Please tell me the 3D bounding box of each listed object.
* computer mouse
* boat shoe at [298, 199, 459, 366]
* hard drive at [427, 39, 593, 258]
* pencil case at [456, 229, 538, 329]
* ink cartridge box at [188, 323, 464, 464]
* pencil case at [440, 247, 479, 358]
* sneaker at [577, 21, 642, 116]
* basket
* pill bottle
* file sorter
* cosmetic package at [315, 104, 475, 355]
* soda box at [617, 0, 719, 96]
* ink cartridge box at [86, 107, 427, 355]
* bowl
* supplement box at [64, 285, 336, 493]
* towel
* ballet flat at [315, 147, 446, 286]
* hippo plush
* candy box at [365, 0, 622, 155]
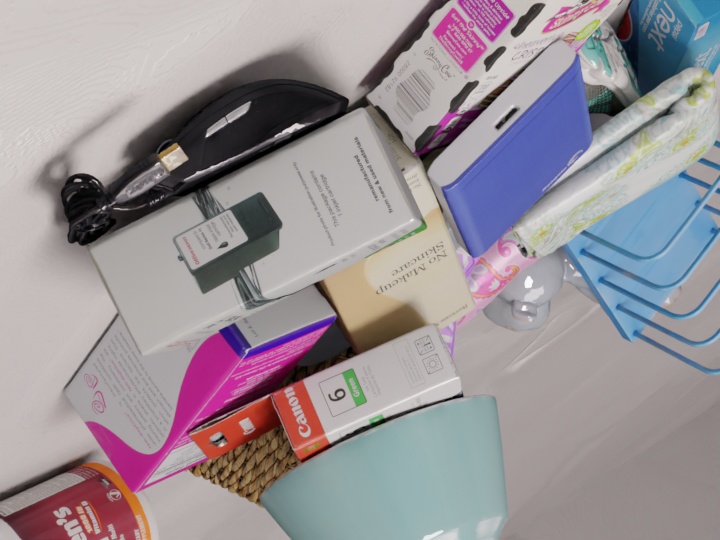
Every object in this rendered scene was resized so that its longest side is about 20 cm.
[{"bbox_3d":[-0.103,-0.080,1.371,0.200,0.046,0.140,-26,177,-3],"label":"computer mouse"},{"bbox_3d":[0.000,-0.002,1.792,0.199,0.068,0.074,-41,159,-22],"label":"boat shoe"},{"bbox_3d":[0.112,-0.084,1.608,0.132,0.025,0.200,-45,165,-3],"label":"hard drive"},{"bbox_3d":[0.108,-0.015,1.977,0.200,0.088,0.087,-39,165,2],"label":"pencil case"},{"bbox_3d":[-0.022,0.111,1.661,0.200,0.050,0.109,-24,165,-2],"label":"ink cartridge box"},{"bbox_3d":[0.048,0.050,1.850,0.085,0.200,0.084,0,139,11],"label":"pencil case"},{"bbox_3d":[0.162,-0.154,1.744,0.091,0.078,0.200,-24,165,15],"label":"sneaker"},{"bbox_3d":[-0.094,0.087,1.872,0.200,0.149,0.143,118,-4,-58],"label":"basket"},{"bbox_3d":[-0.272,0.239,1.831,0.200,0.110,0.110,-23,160,-43],"label":"pill bottle"},{"bbox_3d":[0.281,-0.023,1.951,0.139,0.123,0.200,-52,137,-12],"label":"file sorter"},{"bbox_3d":[0.009,-0.022,1.629,0.105,0.071,0.200,-31,145,-3],"label":"cosmetic package"},{"bbox_3d":[0.256,-0.190,1.816,0.064,0.068,0.200,-30,164,-17],"label":"soda box"},{"bbox_3d":[-0.065,-0.022,1.456,0.200,0.083,0.147,-26,178,4],"label":"ink cartridge box"},{"bbox_3d":[0.034,0.184,1.706,0.200,0.105,0.201,-23,167,-6],"label":"bowl"},{"bbox_3d":[-0.123,0.063,1.657,0.103,0.101,0.200,-20,159,-46],"label":"supplement box"},{"bbox_3d":[0.205,-0.081,1.795,0.200,0.048,0.171,-35,170,3],"label":"towel"},{"bbox_3d":[0.016,-0.035,1.719,0.200,0.062,0.068,-42,-156,18],"label":"ballet flat"},{"bbox_3d":[0.198,0.003,2.089,0.161,0.159,0.200,-32,165,-21],"label":"hippo plush"},{"bbox_3d":[0.111,-0.175,1.536,0.136,0.061,0.200,-20,156,-52],"label":"candy box"}]
